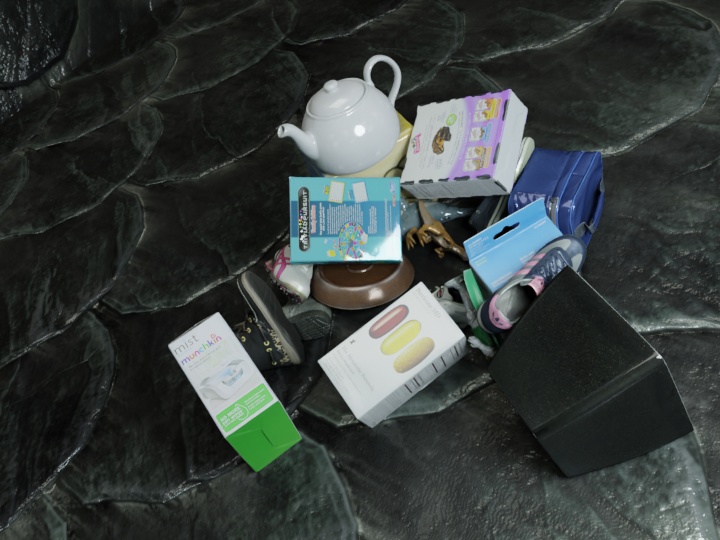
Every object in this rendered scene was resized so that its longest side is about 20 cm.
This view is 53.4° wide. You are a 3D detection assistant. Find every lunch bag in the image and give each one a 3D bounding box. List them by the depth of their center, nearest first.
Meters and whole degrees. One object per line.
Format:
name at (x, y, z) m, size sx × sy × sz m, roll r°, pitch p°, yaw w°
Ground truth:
lunch bag at (0.349, -0.114, 1.237) m, size 0.132 × 0.136 × 0.201 m, roll 7°, pitch 49°, yaw 32°

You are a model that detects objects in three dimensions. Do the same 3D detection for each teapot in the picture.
teapot at (-0.026, -0.283, 1.306) m, size 0.196 × 0.147 × 0.201 m, roll -8°, pitch 43°, yaw 19°

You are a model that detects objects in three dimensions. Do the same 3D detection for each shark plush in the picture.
shark plush at (0.132, -0.089, 1.391) m, size 0.198 × 0.091 × 0.084 m, roll -2°, pitch 40°, yaw -13°

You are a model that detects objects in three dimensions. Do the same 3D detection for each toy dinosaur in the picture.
toy dinosaur at (0.133, -0.079, 1.336) m, size 0.106 × 0.061 × 0.201 m, roll -18°, pitch 64°, yaw -35°

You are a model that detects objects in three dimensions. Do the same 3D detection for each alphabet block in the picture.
alphabet block at (0.013, -0.205, 1.460) m, size 0.199 × 0.196 × 0.197 m, roll -29°, pitch 43°, yaw -6°

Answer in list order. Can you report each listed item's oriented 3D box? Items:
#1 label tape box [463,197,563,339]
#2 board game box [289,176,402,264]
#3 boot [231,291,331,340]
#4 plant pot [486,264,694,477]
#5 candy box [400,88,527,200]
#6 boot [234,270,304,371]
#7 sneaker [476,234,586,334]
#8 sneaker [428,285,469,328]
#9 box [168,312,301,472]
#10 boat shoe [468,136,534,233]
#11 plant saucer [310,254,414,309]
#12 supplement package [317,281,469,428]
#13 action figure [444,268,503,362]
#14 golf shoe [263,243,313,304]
label tape box at (0.257, 0.010, 1.103) m, size 0.143 × 0.201 × 0.066 m, roll -30°, pitch 37°, yaw -5°
board game box at (-0.028, -0.089, 1.281) m, size 0.198 × 0.047 × 0.152 m, roll 0°, pitch 85°, yaw -6°
boot at (-0.138, 0.082, 1.347) m, size 0.199 × 0.068 × 0.131 m, roll -12°, pitch 33°, yaw 12°
plant pot at (0.290, 0.153, 0.958) m, size 0.177 × 0.200 × 0.200 m, roll -37°, pitch 41°, yaw 3°
candy box at (0.182, -0.220, 1.280) m, size 0.199 × 0.071 × 0.169 m, roll 1°, pitch 71°, yaw 41°
boot at (-0.201, 0.107, 1.243) m, size 0.150 × 0.201 × 0.073 m, roll -23°, pitch 33°, yaw 11°
sneaker at (0.256, 0.019, 1.017) m, size 0.200 × 0.082 × 0.070 m, roll -43°, pitch 88°, yaw -10°
sneaker at (0.134, 0.055, 1.208) m, size 0.199 × 0.089 × 0.074 m, roll -10°, pitch 44°, yaw 19°
box at (-0.191, 0.193, 1.103) m, size 0.096 × 0.200 × 0.177 m, roll -33°, pitch 62°, yaw -12°
boat shoe at (0.254, -0.152, 1.297) m, size 0.062 × 0.201 × 0.074 m, roll 32°, pitch 25°, yaw 21°
plant saucer at (0.000, 0.000, 1.334) m, size 0.199 × 0.035 × 0.201 m, roll -7°, pitch 34°, yaw 4°
supplement package at (0.054, 0.132, 1.104) m, size 0.200 × 0.110 × 0.114 m, roll -38°, pitch 68°, yaw -2°
action figure at (0.191, 0.100, 1.088) m, size 0.054 × 0.118 × 0.201 m, roll -28°, pitch 82°, yaw 5°
golf shoe at (-0.123, -0.006, 1.327) m, size 0.092 × 0.073 × 0.200 m, roll -48°, pitch 25°, yaw 3°
